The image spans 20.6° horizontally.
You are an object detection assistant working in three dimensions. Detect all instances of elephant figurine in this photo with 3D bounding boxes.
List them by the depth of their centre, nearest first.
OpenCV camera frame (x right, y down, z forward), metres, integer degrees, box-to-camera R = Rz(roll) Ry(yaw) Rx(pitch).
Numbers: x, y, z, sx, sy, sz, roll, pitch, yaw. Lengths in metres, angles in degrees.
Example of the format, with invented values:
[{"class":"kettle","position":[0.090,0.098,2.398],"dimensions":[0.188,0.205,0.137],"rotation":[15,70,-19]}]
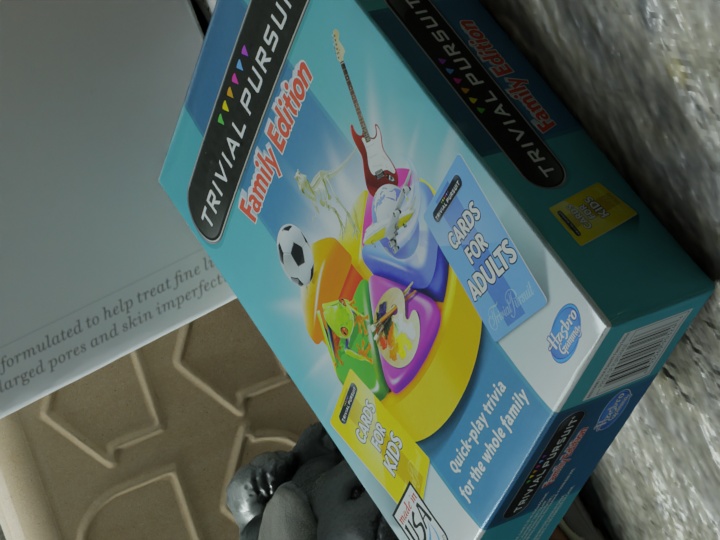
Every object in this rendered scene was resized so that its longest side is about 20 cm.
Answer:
[{"class":"elephant figurine","position":[0.001,0.134,0.928],"dimensions":[0.200,0.141,0.155],"rotation":[167,79,-81]}]

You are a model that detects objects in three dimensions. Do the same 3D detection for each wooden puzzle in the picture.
[{"class":"wooden puzzle","position":[-0.096,0.085,1.031],"dimensions":[0.046,0.200,0.186],"rotation":[-139,31,-70]}]

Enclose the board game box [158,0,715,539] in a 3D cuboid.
[{"class":"board game box","position":[0.013,-0.014,0.665],"dimensions":[0.200,0.047,0.151],"rotation":[54,142,26]}]

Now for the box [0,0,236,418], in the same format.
[{"class":"box","position":[-0.165,-0.058,0.862],"dimensions":[0.200,0.199,0.131],"rotation":[68,167,-22]}]

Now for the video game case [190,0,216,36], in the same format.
[{"class":"video game case","position":[-0.073,-0.122,0.907],"dimensions":[0.182,0.036,0.200],"rotation":[61,167,8]}]

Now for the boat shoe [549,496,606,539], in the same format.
[{"class":"boat shoe","position":[0.057,0.110,0.817],"dimensions":[0.200,0.072,0.076],"rotation":[64,167,-26]}]
